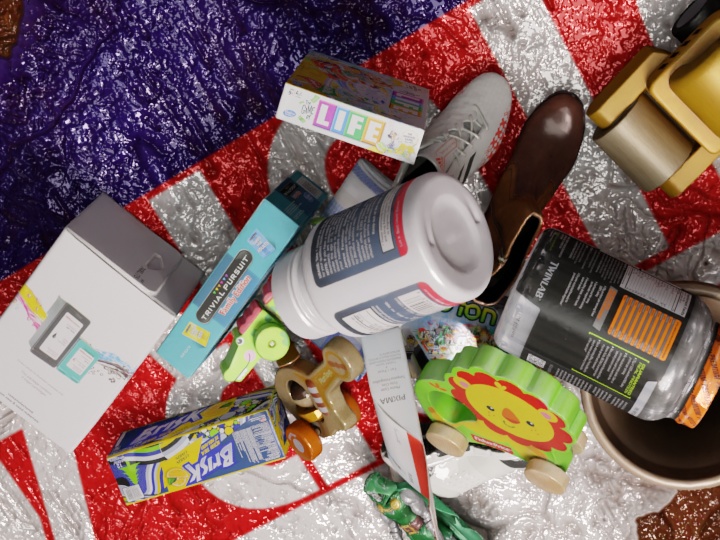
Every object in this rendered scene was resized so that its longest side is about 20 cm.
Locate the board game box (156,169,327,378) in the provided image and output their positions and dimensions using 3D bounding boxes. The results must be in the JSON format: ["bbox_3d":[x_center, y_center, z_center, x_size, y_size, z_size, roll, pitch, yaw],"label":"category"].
[{"bbox_3d":[-0.121,0.000,1.298,0.047,0.151,0.201,37,107,-1],"label":"board game box"}]

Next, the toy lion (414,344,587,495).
[{"bbox_3d":[0.137,0.136,1.254,0.198,0.069,0.193,15,151,35],"label":"toy lion"}]

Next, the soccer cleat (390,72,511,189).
[{"bbox_3d":[0.087,-0.117,1.251,0.068,0.085,0.201,36,86,13],"label":"soccer cleat"}]

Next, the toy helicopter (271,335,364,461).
[{"bbox_3d":[-0.046,0.110,1.331,0.079,0.200,0.133,-35,82,-29],"label":"toy helicopter"}]

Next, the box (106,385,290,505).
[{"bbox_3d":[-0.180,0.197,1.412,0.197,0.070,0.065,-17,105,10],"label":"box"}]

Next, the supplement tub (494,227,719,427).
[{"bbox_3d":[0.232,0.055,1.139,0.198,0.122,0.124,27,109,9],"label":"supplement tub"}]

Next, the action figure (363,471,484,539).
[{"bbox_3d":[0.074,0.292,1.399,0.200,0.055,0.117,44,135,-18],"label":"action figure"}]

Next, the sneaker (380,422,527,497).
[{"bbox_3d":[0.125,0.208,1.399,0.197,0.074,0.081,-7,123,12],"label":"sneaker"}]

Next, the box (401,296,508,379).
[{"bbox_3d":[0.111,0.073,1.365,0.197,0.035,0.112,15,109,0],"label":"box"}]

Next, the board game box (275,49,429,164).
[{"bbox_3d":[-0.002,-0.162,1.210,0.132,0.200,0.035,19,109,-2],"label":"board game box"}]

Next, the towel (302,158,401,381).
[{"bbox_3d":[0.000,0.000,1.331,0.147,0.024,0.201,41,109,15],"label":"towel"}]

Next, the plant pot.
[{"bbox_3d":[0.325,0.105,1.273,0.197,0.175,0.204,1,94,12],"label":"plant pot"}]

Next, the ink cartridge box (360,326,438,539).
[{"bbox_3d":[0.043,0.183,1.282,0.046,0.203,0.161,-10,147,2],"label":"ink cartridge box"}]

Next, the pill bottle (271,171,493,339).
[{"bbox_3d":[0.014,-0.005,1.173,0.198,0.120,0.121,-21,107,38],"label":"pill bottle"}]

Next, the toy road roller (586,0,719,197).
[{"bbox_3d":[0.324,-0.164,1.209,0.123,0.146,0.200,41,107,-9],"label":"toy road roller"}]

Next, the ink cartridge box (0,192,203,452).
[{"bbox_3d":[-0.290,0.052,1.334,0.145,0.147,0.201,38,107,-7],"label":"ink cartridge box"}]

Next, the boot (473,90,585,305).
[{"bbox_3d":[0.162,-0.077,1.223,0.068,0.200,0.189,35,108,-2],"label":"boot"}]

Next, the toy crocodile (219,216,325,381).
[{"bbox_3d":[-0.082,0.033,1.305,0.062,0.068,0.200,39,98,-20],"label":"toy crocodile"}]
